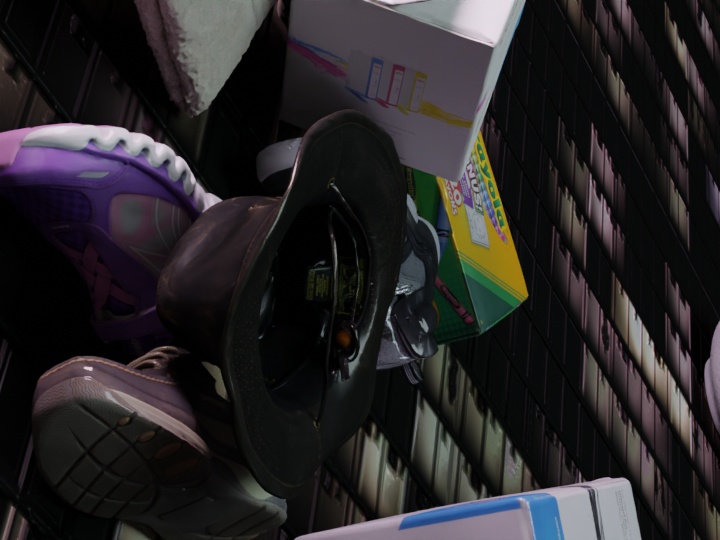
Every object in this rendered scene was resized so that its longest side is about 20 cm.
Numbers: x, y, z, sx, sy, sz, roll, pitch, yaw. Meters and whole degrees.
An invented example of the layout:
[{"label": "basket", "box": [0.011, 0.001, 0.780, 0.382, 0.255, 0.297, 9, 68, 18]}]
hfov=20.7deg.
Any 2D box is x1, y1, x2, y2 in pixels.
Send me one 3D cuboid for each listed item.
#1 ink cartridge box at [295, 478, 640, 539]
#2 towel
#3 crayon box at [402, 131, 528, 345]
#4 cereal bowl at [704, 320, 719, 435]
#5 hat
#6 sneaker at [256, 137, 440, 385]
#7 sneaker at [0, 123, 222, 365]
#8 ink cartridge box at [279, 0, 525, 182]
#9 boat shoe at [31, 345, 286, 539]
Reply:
[{"label": "ink cartridge box", "box": [0.072, 0.179, 1.163, 0.200, 0.144, 0.085, 5, 73, -65]}, {"label": "towel", "box": [-0.074, -0.171, 1.053, 0.133, 0.034, 0.200, -58, 170, -14]}, {"label": "crayon box", "box": [0.050, -0.056, 1.386, 0.119, 0.058, 0.201, -29, 103, -66]}, {"label": "cereal bowl", "box": [0.418, 0.130, 2.090, 0.200, 0.083, 0.201, 47, 36, -50]}, {"label": "hat", "box": [-0.047, 0.009, 0.945, 0.201, 0.081, 0.201, 11, 90, -70]}, {"label": "sneaker", "box": [0.000, 0.000, 1.213, 0.200, 0.075, 0.114, 43, 36, -56]}, {"label": "sneaker", "box": [-0.113, -0.007, 0.970, 0.200, 0.080, 0.089, 35, 60, -54]}, {"label": "ink cartridge box", "box": [0.034, -0.168, 1.186, 0.200, 0.125, 0.129, 101, 9, -65]}, {"label": "boat shoe", "box": [-0.103, 0.078, 0.956, 0.200, 0.074, 0.074, 49, 22, -59]}]
